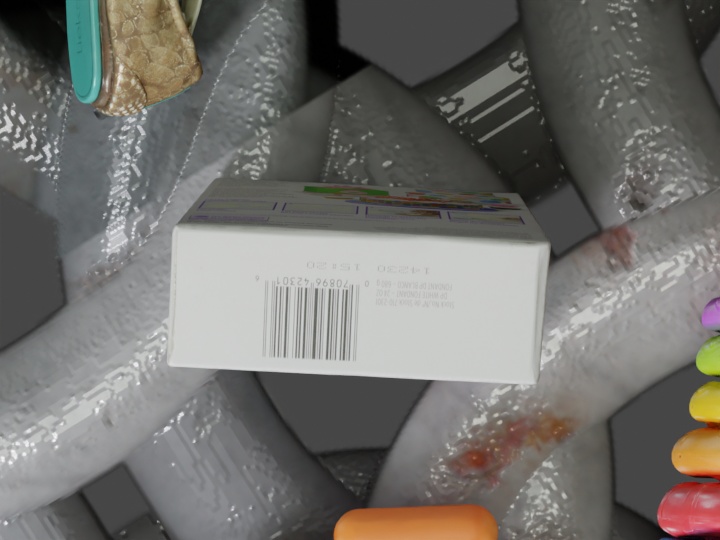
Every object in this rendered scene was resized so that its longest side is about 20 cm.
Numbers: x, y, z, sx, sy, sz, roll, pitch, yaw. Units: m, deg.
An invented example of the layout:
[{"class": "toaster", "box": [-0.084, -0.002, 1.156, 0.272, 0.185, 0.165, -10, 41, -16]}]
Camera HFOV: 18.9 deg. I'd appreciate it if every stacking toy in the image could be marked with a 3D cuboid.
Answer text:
[{"class": "stacking toy", "box": [0.190, 0.044, 0.969, 0.109, 0.116, 0.202, 3, 86, -2]}]

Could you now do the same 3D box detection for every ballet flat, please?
[{"class": "ballet flat", "box": [-0.102, -0.171, 0.965, 0.065, 0.070, 0.201, -7, 100, -25]}]

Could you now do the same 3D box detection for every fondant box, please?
[{"class": "fondant box", "box": [0.000, 0.000, 0.907, 0.143, 0.200, 0.059, 3, 99, 0]}]

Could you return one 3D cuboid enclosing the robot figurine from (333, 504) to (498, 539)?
[{"class": "robot figurine", "box": [0.022, 0.190, 0.973, 0.198, 0.117, 0.145, 3, 62, 1]}]
